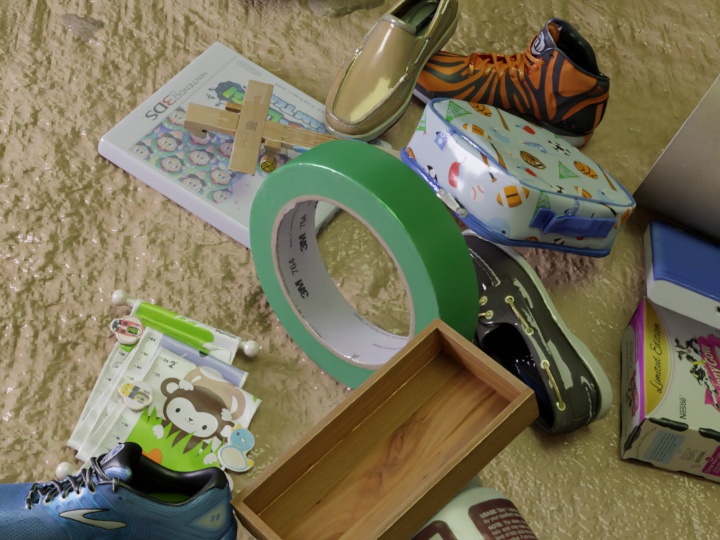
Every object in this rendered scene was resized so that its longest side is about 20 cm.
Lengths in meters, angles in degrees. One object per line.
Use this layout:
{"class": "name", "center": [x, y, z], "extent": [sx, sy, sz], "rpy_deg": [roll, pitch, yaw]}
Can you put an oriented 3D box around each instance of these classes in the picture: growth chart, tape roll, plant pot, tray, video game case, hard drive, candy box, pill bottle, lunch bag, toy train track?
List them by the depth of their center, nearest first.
{"class": "tray", "center": [0.018, 0.130, 1.111], "extent": [0.200, 0.037, 0.099], "rpy_deg": [-40, 54, -18]}
{"class": "pill bottle", "center": [0.082, 0.225, 1.125], "extent": [0.114, 0.114, 0.200], "rpy_deg": [-17, 57, -30]}
{"class": "growth chart", "center": [-0.145, 0.109, 1.226], "extent": [0.144, 0.018, 0.200], "rpy_deg": [17, 47, -3]}
{"class": "tape roll", "center": [0.000, 0.000, 1.243], "extent": [0.200, 0.201, 0.048], "rpy_deg": [40, 51, 19]}
{"class": "candy box", "center": [0.319, 0.110, 1.340], "extent": [0.199, 0.061, 0.137], "rpy_deg": [13, 46, -5]}
{"class": "hard drive", "center": [0.309, 0.011, 1.385], "extent": [0.132, 0.025, 0.200], "rpy_deg": [22, 17, 3]}
{"class": "lunch bag", "center": [0.136, -0.074, 1.388], "extent": [0.200, 0.076, 0.160], "rpy_deg": [4, 34, -47]}
{"class": "toy train track", "center": [-0.056, -0.106, 1.403], "extent": [0.199, 0.033, 0.115], "rpy_deg": [12, 48, -4]}
{"class": "video game case", "center": [-0.099, -0.107, 1.431], "extent": [0.200, 0.024, 0.182], "rpy_deg": [32, 48, 12]}
{"class": "plant pot", "center": [0.381, -0.085, 1.463], "extent": [0.200, 0.187, 0.187], "rpy_deg": [37, 48, 5]}

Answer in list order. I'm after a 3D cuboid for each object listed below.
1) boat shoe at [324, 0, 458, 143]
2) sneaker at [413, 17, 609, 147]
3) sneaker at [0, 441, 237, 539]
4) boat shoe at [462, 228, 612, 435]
{"class": "boat shoe", "center": [0.027, -0.202, 1.466], "extent": [0.071, 0.076, 0.200], "rpy_deg": [25, 59, 10]}
{"class": "sneaker", "center": [0.142, -0.196, 1.524], "extent": [0.199, 0.112, 0.078], "rpy_deg": [15, 46, -2]}
{"class": "sneaker", "center": [-0.183, 0.155, 1.106], "extent": [0.199, 0.089, 0.079], "rpy_deg": [2, 24, -8]}
{"class": "boat shoe", "center": [0.124, 0.048, 1.327], "extent": [0.060, 0.072, 0.201], "rpy_deg": [-19, 60, -35]}
